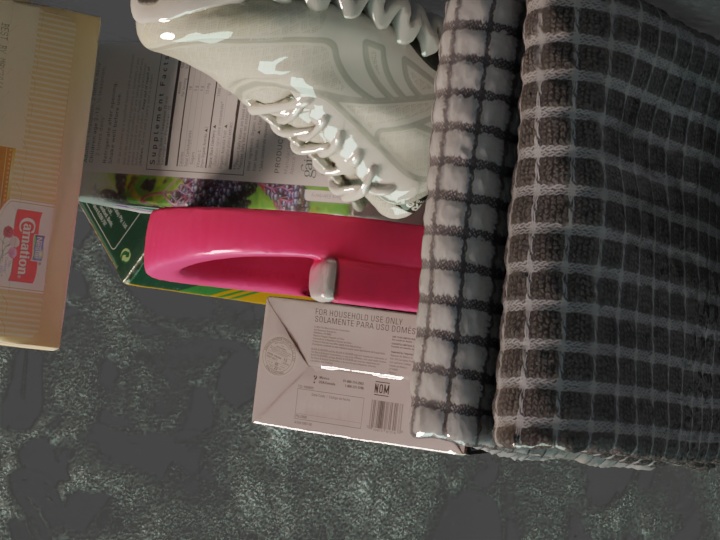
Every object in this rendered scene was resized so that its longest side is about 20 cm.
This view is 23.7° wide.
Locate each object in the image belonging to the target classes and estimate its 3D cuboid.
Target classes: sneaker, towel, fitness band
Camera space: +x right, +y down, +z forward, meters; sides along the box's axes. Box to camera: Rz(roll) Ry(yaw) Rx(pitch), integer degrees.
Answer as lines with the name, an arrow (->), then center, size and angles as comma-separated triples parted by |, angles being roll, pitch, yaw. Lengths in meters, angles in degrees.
sneaker -> -0.001, -0.066, 0.657 | 0.198, 0.082, 0.075 | 12, 177, -41
towel -> 0.103, -0.009, 0.652 | 0.085, 0.168, 0.199 | -1, 173, 36
fitness band -> 0.000, 0.000, 0.777 | 0.198, 0.038, 0.143 | 8, 176, -29

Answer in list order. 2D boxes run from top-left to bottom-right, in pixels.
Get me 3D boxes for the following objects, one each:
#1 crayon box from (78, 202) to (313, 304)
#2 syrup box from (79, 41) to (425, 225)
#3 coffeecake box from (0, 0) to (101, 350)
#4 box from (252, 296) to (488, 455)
crayon box -> -0.086, -0.041, 1.080 | 0.199, 0.052, 0.126 | 11, -144, -49
syrup box -> -0.057, -0.065, 0.830 | 0.198, 0.083, 0.078 | 4, 177, 35
coffeecake box -> -0.203, -0.047, 0.846 | 0.072, 0.156, 0.199 | 8, 177, -29
box -> 0.044, 0.052, 0.862 | 0.115, 0.061, 0.199 | 6, 179, 28
